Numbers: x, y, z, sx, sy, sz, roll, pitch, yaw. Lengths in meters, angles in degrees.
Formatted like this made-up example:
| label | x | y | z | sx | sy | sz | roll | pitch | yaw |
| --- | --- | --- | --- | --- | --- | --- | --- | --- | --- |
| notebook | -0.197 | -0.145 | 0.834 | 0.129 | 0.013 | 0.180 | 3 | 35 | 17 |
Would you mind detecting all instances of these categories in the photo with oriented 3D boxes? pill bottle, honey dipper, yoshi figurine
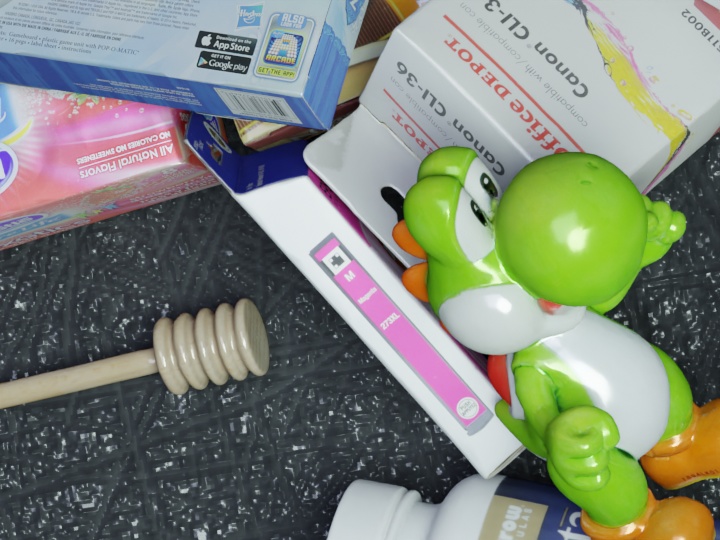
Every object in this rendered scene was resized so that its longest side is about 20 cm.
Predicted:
| label | x | y | z | sx | sy | sz | roll | pitch | yaw |
| --- | --- | --- | --- | --- | --- | --- | --- | --- | --- |
| pill bottle | 0.085 | 0.151 | 1.260 | 0.199 | 0.111 | 0.112 | 10 | 90 | 12 |
| honey dipper | -0.141 | 0.055 | 1.353 | 0.199 | 0.038 | 0.038 | -15 | 85 | 14 |
| yoshi figurine | 0.098 | 0.027 | 1.152 | 0.112 | 0.112 | 0.200 | -37 | 118 | 3 |

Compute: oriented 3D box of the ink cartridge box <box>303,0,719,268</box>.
| label | x | y | z | sx | sy | sz | roll | pitch | yaw |
| --- | --- | --- | --- | --- | --- | --- | --- | --- | --- |
| ink cartridge box | 0.084 | -0.079 | 1.238 | 0.116 | 0.068 | 0.200 | 45 | 60 | 10 |

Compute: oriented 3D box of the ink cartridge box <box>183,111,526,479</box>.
| label | x | y | z | sx | sy | sz | roll | pitch | yaw |
| --- | --- | --- | --- | --- | --- | --- | --- | --- | --- |
| ink cartridge box | 0.000 | 0.000 | 1.263 | 0.037 | 0.095 | 0.200 | -43 | 100 | 8 |

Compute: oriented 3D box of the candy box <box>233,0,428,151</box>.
| label | x | y | z | sx | sy | sz | roll | pitch | yaw |
| --- | --- | --- | --- | --- | --- | --- | --- | --- | --- |
| candy box | -0.031 | -0.168 | 1.325 | 0.115 | 0.055 | 0.201 | -22 | 84 | 11 |

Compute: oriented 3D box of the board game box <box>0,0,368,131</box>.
| label | x | y | z | sx | sy | sz | roll | pitch | yaw |
| --- | --- | --- | --- | --- | --- | --- | --- | --- | --- |
| board game box | -0.082 | -0.170 | 1.254 | 0.199 | 0.043 | 0.200 | 10 | 72 | 21 |

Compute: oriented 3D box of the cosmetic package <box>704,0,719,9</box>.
| label | x | y | z | sx | sy | sz | roll | pitch | yaw |
| --- | --- | --- | --- | --- | --- | --- | --- | --- | --- |
| cosmetic package | 0.260 | -0.128 | 1.189 | 0.151 | 0.052 | 0.200 | -40 | 54 | -23 |

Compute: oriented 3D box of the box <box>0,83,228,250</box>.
| label | x | y | z | sx | sy | sz | roll | pitch | yaw |
| --- | --- | --- | --- | --- | --- | --- | --- | --- | --- |
| box | -0.171 | -0.064 | 1.332 | 0.199 | 0.095 | 0.103 | -15 | 85 | 11 |
